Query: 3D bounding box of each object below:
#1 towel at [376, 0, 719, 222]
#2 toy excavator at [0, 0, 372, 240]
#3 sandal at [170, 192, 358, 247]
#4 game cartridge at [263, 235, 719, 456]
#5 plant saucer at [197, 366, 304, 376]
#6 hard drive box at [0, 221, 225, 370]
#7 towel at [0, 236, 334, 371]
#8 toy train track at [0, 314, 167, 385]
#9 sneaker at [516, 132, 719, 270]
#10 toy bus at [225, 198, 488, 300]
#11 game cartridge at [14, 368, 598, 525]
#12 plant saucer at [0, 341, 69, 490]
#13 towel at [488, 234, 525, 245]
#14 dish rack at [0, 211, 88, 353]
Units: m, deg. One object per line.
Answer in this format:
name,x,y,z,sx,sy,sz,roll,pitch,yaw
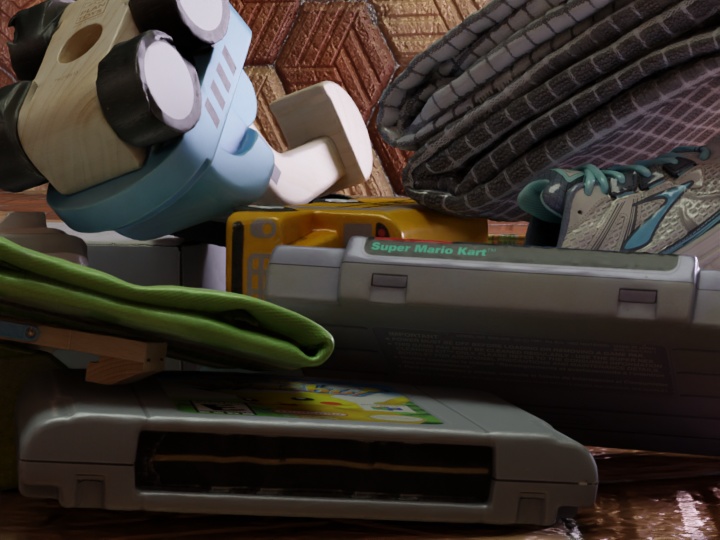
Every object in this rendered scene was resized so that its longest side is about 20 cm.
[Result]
towel,0.129,-0.092,0.965,0.200,0.086,0.165,-32,-19,28
toy excavator,-0.075,-0.065,0.966,0.100,0.200,0.195,-17,38,27
sandal,-0.017,-0.022,1.083,0.200,0.045,0.075,14,2,-30
game cartridge,0.071,0.032,0.800,0.199,0.038,0.130,4,-32,15
plant saucer,0.010,0.048,0.982,0.199,0.036,0.200,0,5,0
hard drive box,-0.168,0.013,1.144,0.199,0.077,0.156,1,5,16
towel,-0.095,0.010,0.762,0.149,0.031,0.200,13,-6,-11
toy train track,-0.170,0.026,0.721,0.199,0.033,0.115,8,0,13
sneaker,0.122,-0.022,0.896,0.200,0.086,0.078,-43,5,-14
toy bus,0.000,0.000,0.961,0.078,0.065,0.200,3,5,18
game cartridge,-0.027,0.063,0.731,0.199,0.041,0.133,4,0,-12
plant saucer,-0.218,0.055,0.811,0.200,0.048,0.200,-3,5,-36
towel,0.064,-0.008,1.190,0.200,0.018,0.086,1,-7,34
dish rack,-0.221,0.015,0.946,0.171,0.044,0.200,-3,-16,-23
